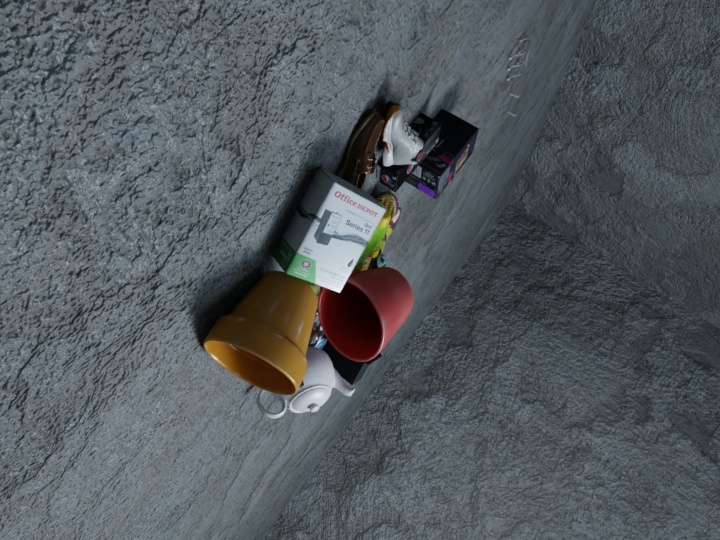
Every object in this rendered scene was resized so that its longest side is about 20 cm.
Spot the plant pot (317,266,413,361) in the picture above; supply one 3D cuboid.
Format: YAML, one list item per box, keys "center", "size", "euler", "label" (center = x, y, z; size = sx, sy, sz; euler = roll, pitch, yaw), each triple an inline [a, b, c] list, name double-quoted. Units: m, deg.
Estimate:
- center: [0.024, 0.086, 1.263]
  size: [0.176, 0.199, 0.203]
  euler: [-28, 148, -49]
  label: "plant pot"

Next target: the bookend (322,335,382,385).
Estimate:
- center: [-0.071, 0.289, 1.622]
  size: [0.201, 0.198, 0.092]
  euler: [-61, 162, 15]
  label: "bookend"

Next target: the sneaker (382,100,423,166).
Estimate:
- center: [0.094, -0.297, 1.158]
  size: [0.200, 0.090, 0.077]
  euler: [80, 16, -72]
  label: "sneaker"

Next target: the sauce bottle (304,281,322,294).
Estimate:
- center: [-0.121, 0.030, 1.231]
  size: [0.200, 0.065, 0.067]
  euler: [-45, 161, -43]
  label: "sauce bottle"

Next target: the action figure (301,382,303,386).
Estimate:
- center: [-0.178, 0.176, 1.273]
  size: [0.118, 0.101, 0.204]
  euler: [16, 67, -46]
  label: "action figure"

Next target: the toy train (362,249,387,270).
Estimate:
- center: [0.000, 0.000, 1.416]
  size: [0.114, 0.084, 0.202]
  euler: [48, 51, -32]
  label: "toy train"

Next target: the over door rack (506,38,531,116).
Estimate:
- center: [0.519, -0.649, 1.786]
  size: [0.148, 0.065, 0.204]
  euler: [35, 68, -74]
  label: "over door rack"

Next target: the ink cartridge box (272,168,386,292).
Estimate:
- center: [-0.061, -0.077, 1.056]
  size: [0.145, 0.083, 0.202]
  euler: [20, 105, -37]
  label: "ink cartridge box"

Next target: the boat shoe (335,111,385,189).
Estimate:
- center: [0.005, -0.225, 1.104]
  size: [0.202, 0.067, 0.072]
  euler: [-63, 163, 19]
  label: "boat shoe"

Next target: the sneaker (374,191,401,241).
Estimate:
- center: [0.072, -0.166, 1.429]
  size: [0.091, 0.074, 0.201]
  euler: [-58, 172, -25]
  label: "sneaker"

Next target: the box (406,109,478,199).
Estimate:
- center: [0.216, -0.318, 1.450]
  size: [0.201, 0.121, 0.107]
  euler: [-51, 162, -20]
  label: "box"

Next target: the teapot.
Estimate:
- center: [-0.151, 0.314, 1.426]
  size: [0.199, 0.147, 0.197]
  euler: [-36, 143, 11]
  label: "teapot"

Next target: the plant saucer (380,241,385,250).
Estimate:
- center: [0.019, -0.037, 1.570]
  size: [0.201, 0.031, 0.201]
  euler: [-50, 163, -21]
  label: "plant saucer"

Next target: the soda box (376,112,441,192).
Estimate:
- center: [0.121, -0.295, 1.322]
  size: [0.201, 0.063, 0.071]
  euler: [-51, 163, -21]
  label: "soda box"

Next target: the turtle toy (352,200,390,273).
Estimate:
- center: [0.007, -0.099, 1.292]
  size: [0.200, 0.100, 0.147]
  euler: [-43, 161, -41]
  label: "turtle toy"

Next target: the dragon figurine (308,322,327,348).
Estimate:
- center: [-0.133, 0.194, 1.506]
  size: [0.200, 0.059, 0.100]
  euler: [-48, 164, -15]
  label: "dragon figurine"

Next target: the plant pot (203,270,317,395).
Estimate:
- center: [-0.173, 0.111, 1.036]
  size: [0.201, 0.197, 0.185]
  euler: [95, 18, -59]
  label: "plant pot"
